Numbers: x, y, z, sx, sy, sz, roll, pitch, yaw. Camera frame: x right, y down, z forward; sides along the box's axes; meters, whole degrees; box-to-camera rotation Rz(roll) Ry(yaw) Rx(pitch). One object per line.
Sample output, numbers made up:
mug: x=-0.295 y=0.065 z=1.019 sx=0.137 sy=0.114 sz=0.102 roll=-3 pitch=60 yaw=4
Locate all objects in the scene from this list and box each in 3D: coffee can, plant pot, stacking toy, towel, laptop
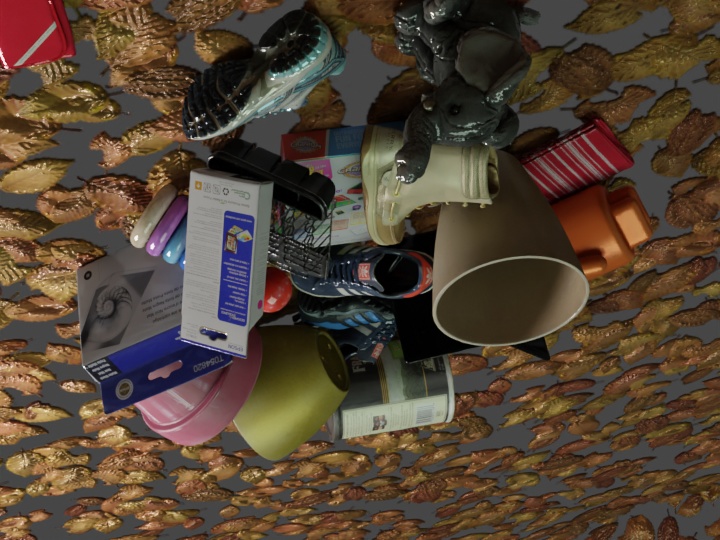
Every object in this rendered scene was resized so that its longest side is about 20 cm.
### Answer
coffee can: x=0.038 y=0.189 z=1.818 sx=0.198 sy=0.147 sz=0.147 roll=-8 pitch=151 yaw=-11
plant pot: x=-0.099 y=0.161 z=1.658 sx=0.141 sy=0.201 sz=0.200 roll=-24 pitch=149 yaw=16
stacking toy: x=-0.171 y=-0.014 z=1.338 sx=0.199 sy=0.086 sz=0.085 roll=34 pitch=137 yaw=-6
towel: x=0.251 y=-0.128 z=1.481 sx=0.199 sy=0.023 sz=0.144 roll=-26 pitch=151 yaw=25
plant pot: x=-0.264 y=0.114 z=1.534 sx=0.199 sy=0.201 sz=0.179 roll=-30 pitch=132 yaw=28
plant pot: x=0.167 y=-0.041 z=1.374 sx=0.185 sy=0.201 sz=0.188 roll=-4 pitch=144 yaw=-3
laptop: x=0.145 y=0.043 z=1.564 sx=0.115 sy=0.189 sz=0.199 roll=-30 pitch=147 yaw=29

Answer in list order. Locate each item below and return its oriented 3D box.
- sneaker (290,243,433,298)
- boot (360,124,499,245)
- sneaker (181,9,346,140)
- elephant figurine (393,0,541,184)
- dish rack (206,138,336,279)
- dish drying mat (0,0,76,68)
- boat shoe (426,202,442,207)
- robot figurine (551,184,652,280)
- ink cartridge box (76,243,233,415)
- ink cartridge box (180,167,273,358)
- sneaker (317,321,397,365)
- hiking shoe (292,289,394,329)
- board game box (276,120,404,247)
sneaker: x=0.000 y=0.000 z=1.478 sx=0.198 sy=0.076 sz=0.084 roll=-2 pitch=-177 yaw=9
boot: x=0.083 y=-0.091 z=1.299 sx=0.154 sy=0.073 sz=0.201 roll=4 pitch=146 yaw=9
sneaker: x=-0.099 y=-0.185 z=1.178 sx=0.199 sy=0.078 sz=0.086 roll=-27 pitch=152 yaw=24
elephant figurine: x=0.111 y=-0.182 z=1.140 sx=0.154 sy=0.202 sz=0.141 roll=-29 pitch=147 yaw=27
dish rack: x=-0.101 y=-0.060 z=1.333 sx=0.152 sy=0.055 sz=0.201 roll=25 pitch=145 yaw=14
dish drying mat: x=-0.315 y=-0.257 z=1.018 sx=0.076 sy=0.018 sz=0.201 roll=-9 pitch=151 yaw=-6
boat shoe: x=0.099 y=-0.148 z=1.332 sx=0.062 sy=0.072 sz=0.200 roll=8 pitch=146 yaw=-19
robot figurine: x=0.291 y=-0.041 z=1.520 sx=0.199 sy=0.145 sz=0.116 roll=-25 pitch=151 yaw=21
ink cartridge box: x=-0.261 y=0.053 z=1.399 sx=0.198 sy=0.202 sz=0.041 roll=-23 pitch=150 yaw=17
ink cartridge box: x=-0.152 y=-0.009 z=1.265 sx=0.094 sy=0.202 sz=0.037 roll=13 pitch=-167 yaw=25
sneaker: x=0.029 y=0.093 z=1.709 sx=0.199 sy=0.085 sz=0.075 roll=-28 pitch=148 yaw=23
hiking shoe: x=0.002 y=0.047 z=1.645 sx=0.198 sy=0.075 sz=0.087 roll=3 pitch=156 yaw=-9
board game box: x=-0.025 y=-0.101 z=1.392 sx=0.151 sy=0.041 sz=0.201 roll=-7 pitch=150 yaw=-11
